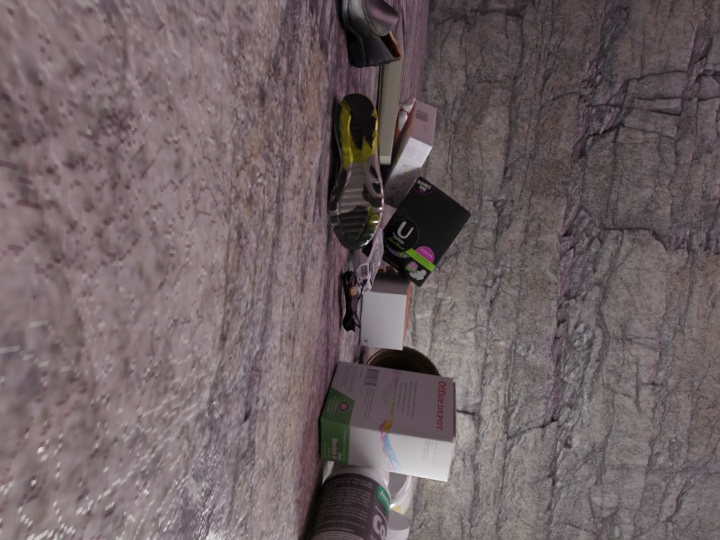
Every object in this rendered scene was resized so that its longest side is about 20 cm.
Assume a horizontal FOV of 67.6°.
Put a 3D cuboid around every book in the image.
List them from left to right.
[{"bbox_3d":[0.063,-0.341,1.175,0.134,0.047,0.204,-24,120,-85],"label":"book"}]

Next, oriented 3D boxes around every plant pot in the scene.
[{"bbox_3d":[0.075,0.302,1.238,0.174,0.196,0.203,112,-10,-56],"label":"plant pot"}]

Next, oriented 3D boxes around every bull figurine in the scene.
[{"bbox_3d":[0.128,-0.387,1.530,0.121,0.064,0.204,-36,131,-76],"label":"bull figurine"}]

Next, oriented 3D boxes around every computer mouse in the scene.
[{"bbox_3d":[0.000,0.000,0.937,0.201,0.043,0.111,-68,158,-47],"label":"computer mouse"}]

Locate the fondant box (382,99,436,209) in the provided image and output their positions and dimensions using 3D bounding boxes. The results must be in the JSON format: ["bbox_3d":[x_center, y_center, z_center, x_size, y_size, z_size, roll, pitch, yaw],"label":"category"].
[{"bbox_3d":[0.107,-0.266,1.247,0.201,0.057,0.146,117,-12,-48],"label":"fondant box"}]

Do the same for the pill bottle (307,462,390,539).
[{"bbox_3d":[-0.014,0.371,0.798,0.201,0.111,0.115,-72,165,-59],"label":"pill bottle"}]

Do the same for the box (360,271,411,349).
[{"bbox_3d":[0.062,0.086,1.234,0.200,0.095,0.127,-53,148,-75],"label":"box"}]

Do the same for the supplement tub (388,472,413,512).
[{"bbox_3d":[0.044,0.449,1.158,0.201,0.142,0.147,83,15,-55],"label":"supplement tub"}]

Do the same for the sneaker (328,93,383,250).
[{"bbox_3d":[0.002,-0.131,0.734,0.085,0.073,0.204,-44,139,-79],"label":"sneaker"}]

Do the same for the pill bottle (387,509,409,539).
[{"bbox_3d":[0.032,0.570,1.023,0.112,0.110,0.204,13,90,-82],"label":"pill bottle"}]

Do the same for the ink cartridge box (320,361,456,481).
[{"bbox_3d":[0.047,0.229,0.838,0.146,0.196,0.089,-70,164,-63],"label":"ink cartridge box"}]

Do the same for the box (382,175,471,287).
[{"bbox_3d":[0.139,-0.091,1.240,0.201,0.148,0.124,-55,177,9],"label":"box"}]

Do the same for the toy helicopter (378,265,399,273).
[{"bbox_3d":[0.079,0.053,1.448,0.200,0.077,0.135,-118,-155,-82],"label":"toy helicopter"}]

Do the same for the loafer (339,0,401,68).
[{"bbox_3d":[0.016,-0.342,0.712,0.200,0.071,0.074,46,50,-79],"label":"loafer"}]
